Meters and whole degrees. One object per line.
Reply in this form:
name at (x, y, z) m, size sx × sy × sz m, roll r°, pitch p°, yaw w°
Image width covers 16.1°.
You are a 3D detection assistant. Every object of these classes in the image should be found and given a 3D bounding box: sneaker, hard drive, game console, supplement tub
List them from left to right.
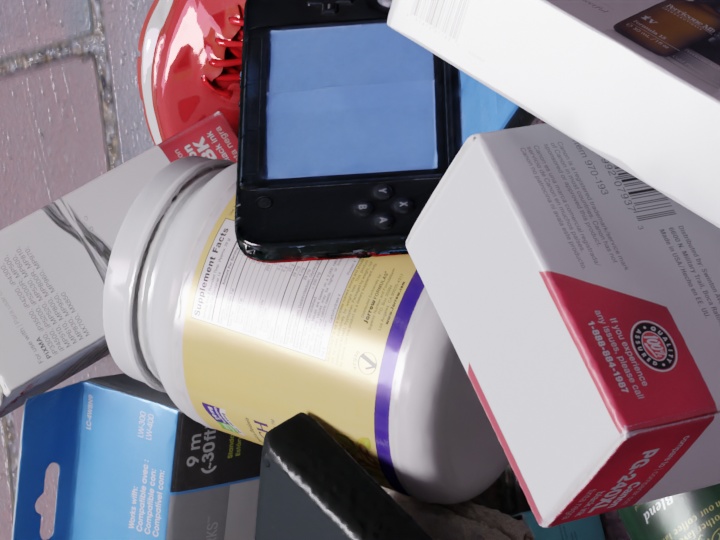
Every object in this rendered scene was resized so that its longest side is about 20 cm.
sneaker at (-0.066, -0.137, 1.457) m, size 0.115 × 0.078 × 0.202 m, roll 27°, pitch 119°, yaw 53°
supplement tub at (-0.016, 0.024, 1.294) m, size 0.199 × 0.145 × 0.146 m, roll 16°, pitch 111°, yaw 28°
hard drive at (-0.002, 0.181, 1.262) m, size 0.140 × 0.033 × 0.201 m, roll 44°, pitch 148°, yaw 28°
game console at (0.020, -0.116, 1.235) m, size 0.201 × 0.171 × 0.119 m, roll -90°, pitch -5°, yaw -45°

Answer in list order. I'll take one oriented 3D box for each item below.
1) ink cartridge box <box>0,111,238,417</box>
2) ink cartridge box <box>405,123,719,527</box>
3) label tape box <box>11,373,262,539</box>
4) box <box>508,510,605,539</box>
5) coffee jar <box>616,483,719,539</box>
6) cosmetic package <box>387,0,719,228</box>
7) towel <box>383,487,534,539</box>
ink cartridge box at (-0.159, 0.007, 1.431) m, size 0.083 × 0.199 × 0.147 m, roll 58°, pitch 150°, yaw 1°
ink cartridge box at (0.142, 0.010, 1.062) m, size 0.146 × 0.199 × 0.084 m, roll 64°, pitch 146°, yaw 25°
label tape box at (-0.096, 0.128, 1.437) m, size 0.066 × 0.199 × 0.144 m, roll 28°, pitch 118°, yaw 44°
box at (0.058, 0.180, 1.350) m, size 0.200 × 0.049 × 0.083 m, roll -25°, pitch 76°, yaw 55°
coffee jar at (0.161, 0.099, 1.129) m, size 0.085 × 0.104 × 0.201 m, roll -37°, pitch 62°, yaw 24°
cosmetic package at (0.134, -0.092, 1.045) m, size 0.199 × 0.150 × 0.052 m, roll 33°, pitch 123°, yaw 24°
towel at (0.023, 0.171, 1.325) m, size 0.200 × 0.034 × 0.134 m, roll 20°, pitch 112°, yaw 52°
